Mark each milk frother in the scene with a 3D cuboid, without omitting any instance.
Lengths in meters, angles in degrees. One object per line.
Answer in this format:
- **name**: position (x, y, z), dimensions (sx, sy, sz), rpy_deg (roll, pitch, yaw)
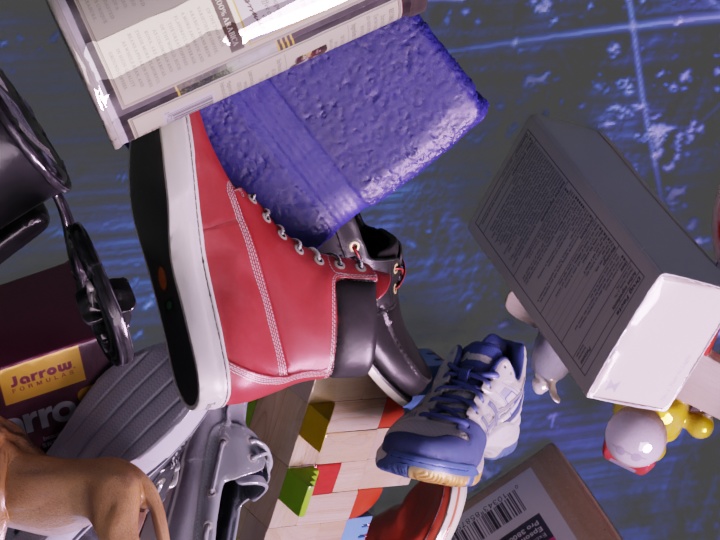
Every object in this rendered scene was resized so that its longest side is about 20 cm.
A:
- **milk frother**: position (-0.249, -0.002, 1.287), dimensions (0.188, 0.200, 0.181), rpy_deg (-34, 137, 2)

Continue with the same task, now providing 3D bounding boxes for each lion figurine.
- **lion figurine**: position (-0.189, 0.140, 1.351), dimensions (0.199, 0.072, 0.123), rpy_deg (6, 95, 3)

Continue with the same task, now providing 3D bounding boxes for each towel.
- **towel**: position (-0.037, -0.098, 1.388), dimensions (0.200, 0.050, 0.148), rpy_deg (-37, 101, 7)

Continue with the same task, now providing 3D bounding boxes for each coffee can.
- **coffee can**: position (-0.081, -0.176, 1.265), dimensions (0.200, 0.146, 0.147), rpy_deg (-25, 132, -5)

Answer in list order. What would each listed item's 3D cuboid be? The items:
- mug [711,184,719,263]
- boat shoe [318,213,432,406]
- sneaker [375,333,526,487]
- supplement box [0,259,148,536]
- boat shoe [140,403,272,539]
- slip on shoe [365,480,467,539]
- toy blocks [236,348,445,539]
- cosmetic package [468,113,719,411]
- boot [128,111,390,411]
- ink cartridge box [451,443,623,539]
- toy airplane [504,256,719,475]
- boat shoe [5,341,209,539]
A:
- **mug**: position (0.367, -0.011, 1.636), dimensions (0.199, 0.134, 0.178), rpy_deg (4, 122, -25)
- **boat shoe**: position (0.000, 0.001, 1.465), dimensions (0.063, 0.074, 0.202), rpy_deg (-27, 110, 6)
- **sneaker**: position (0.065, 0.093, 1.530), dimensions (0.075, 0.200, 0.088), rpy_deg (15, 102, 14)
- **supplement box**: position (-0.207, 0.105, 1.466), dimensions (0.110, 0.086, 0.200), rpy_deg (-18, 131, -13)
- **boat shoe**: position (-0.095, 0.141, 1.494), dimensions (0.071, 0.201, 0.070), rpy_deg (9, 161, 16)
- **slip on shoe**: position (0.006, 0.220, 1.678), dimensions (0.061, 0.074, 0.200), rpy_deg (41, 100, -22)
- **toy blocks**: position (-0.015, 0.124, 1.584), dimensions (0.136, 0.100, 0.201), rpy_deg (-1, 117, -42)
- **cosmetic package**: position (0.159, -0.008, 1.483), dimensions (0.073, 0.200, 0.104), rpy_deg (12, 119, -33)
- **boot**: position (-0.059, -0.024, 1.354), dimensions (0.144, 0.072, 0.201), rpy_deg (-11, 86, -23)
- **ink cartridge box**: position (0.115, 0.255, 1.692), dimensions (0.200, 0.165, 0.075), rpy_deg (-35, 133, 2)
- **toy airplane**: position (0.223, 0.079, 1.590), dimensions (0.199, 0.200, 0.141), rpy_deg (56, 48, -28)
- **boat shoe**: position (-0.151, 0.120, 1.411), dimensions (0.200, 0.072, 0.071), rpy_deg (-44, 143, 20)
